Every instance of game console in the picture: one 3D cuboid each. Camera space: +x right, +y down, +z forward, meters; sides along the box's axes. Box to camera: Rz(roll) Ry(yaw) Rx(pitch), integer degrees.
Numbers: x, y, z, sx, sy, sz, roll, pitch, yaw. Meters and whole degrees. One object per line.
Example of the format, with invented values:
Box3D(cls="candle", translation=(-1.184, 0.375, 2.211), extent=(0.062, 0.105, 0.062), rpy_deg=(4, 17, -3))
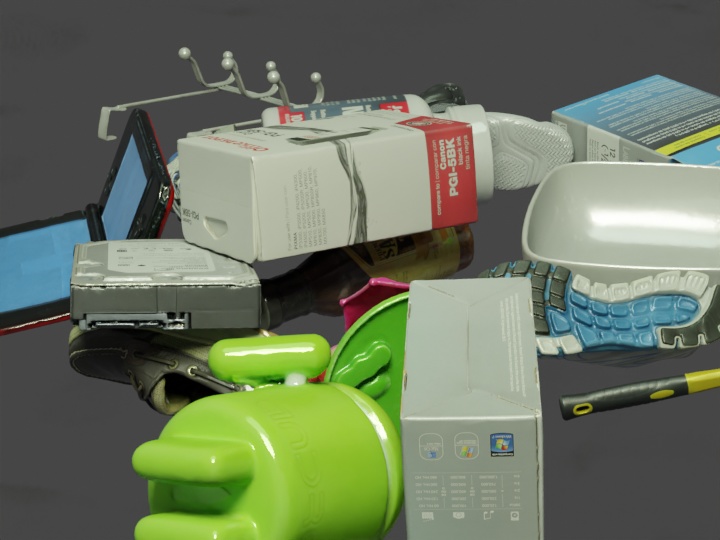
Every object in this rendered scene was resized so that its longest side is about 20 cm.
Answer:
Box3D(cls="game console", translation=(-0.251, -0.047, 1.462), extent=(0.117, 0.174, 0.200), rpy_deg=(15, 21, -22))

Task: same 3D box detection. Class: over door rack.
Box3D(cls="over door rack", translation=(-0.154, -0.181, 1.753), extent=(0.147, 0.067, 0.199), rpy_deg=(18, 35, 38))

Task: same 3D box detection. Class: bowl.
Box3D(cls="bowl", translation=(0.235, -0.018, 1.377), extent=(0.197, 0.075, 0.200), rpy_deg=(4, 29, 15))

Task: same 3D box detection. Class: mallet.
Box3D(cls="mallet", translation=(0.245, 0.089, 1.220), extent=(0.198, 0.066, 0.041), rpy_deg=(-17, 28, 7))

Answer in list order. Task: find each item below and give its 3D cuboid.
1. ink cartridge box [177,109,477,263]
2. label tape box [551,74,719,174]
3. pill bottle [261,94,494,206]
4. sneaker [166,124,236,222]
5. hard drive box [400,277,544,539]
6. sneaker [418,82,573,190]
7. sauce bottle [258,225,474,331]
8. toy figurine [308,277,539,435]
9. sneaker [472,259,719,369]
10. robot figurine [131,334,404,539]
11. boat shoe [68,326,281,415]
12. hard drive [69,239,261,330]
Box3D(cls="ink cartridge box", translation=(-0.028, -0.071, 1.335), extent=(0.198, 0.084, 0.146), rpy_deg=(-11, 14, -29))
Box3D(cls="label tape box", translation=(0.294, -0.112, 1.561), extent=(0.142, 0.067, 0.199), rpy_deg=(-20, 33, -30))
Box3D(cls="pill bottle", translation=(0.014, -0.095, 1.504), extent=(0.197, 0.121, 0.120), rpy_deg=(-7, 27, -4))
Box3D(cls="sneaker", translation=(-0.143, -0.069, 1.547), extent=(0.084, 0.078, 0.200), rpy_deg=(-15, 20, 0))
Box3D(cls="hard drive box", translation=(0.068, 0.129, 0.980), extent=(0.076, 0.202, 0.156), rpy_deg=(-2, 26, 5))
Box3D(cls="sneaker", translation=(0.110, -0.134, 1.614), extent=(0.197, 0.076, 0.114), rpy_deg=(1, 30, 15))
Box3D(cls="sauce bottle", translation=(0.000, 0.000, 1.386), extent=(0.198, 0.067, 0.066), rpy_deg=(-21, 32, -29))
Box3D(cls="toy figurine", translation=(0.013, 0.079, 1.207), extent=(0.199, 0.151, 0.184), rpy_deg=(-32, 16, -1))
Box3D(cls="sneaker", translation=(0.170, 0.045, 1.259), extent=(0.197, 0.087, 0.076), rpy_deg=(5, 65, -2))
Box3D(cls="robot figurine", translation=(-0.049, 0.129, 1.026), extent=(0.115, 0.178, 0.199), rpy_deg=(-3, 1, 37))
Box3D(cls="boat shoe", translation=(-0.142, 0.074, 1.258), extent=(0.198, 0.073, 0.065), rpy_deg=(-1, 61, 31))
Box3D(cls="hard drive", translation=(-0.151, 0.008, 1.282), extent=(0.138, 0.038, 0.200), rpy_deg=(0, 11, -8))
